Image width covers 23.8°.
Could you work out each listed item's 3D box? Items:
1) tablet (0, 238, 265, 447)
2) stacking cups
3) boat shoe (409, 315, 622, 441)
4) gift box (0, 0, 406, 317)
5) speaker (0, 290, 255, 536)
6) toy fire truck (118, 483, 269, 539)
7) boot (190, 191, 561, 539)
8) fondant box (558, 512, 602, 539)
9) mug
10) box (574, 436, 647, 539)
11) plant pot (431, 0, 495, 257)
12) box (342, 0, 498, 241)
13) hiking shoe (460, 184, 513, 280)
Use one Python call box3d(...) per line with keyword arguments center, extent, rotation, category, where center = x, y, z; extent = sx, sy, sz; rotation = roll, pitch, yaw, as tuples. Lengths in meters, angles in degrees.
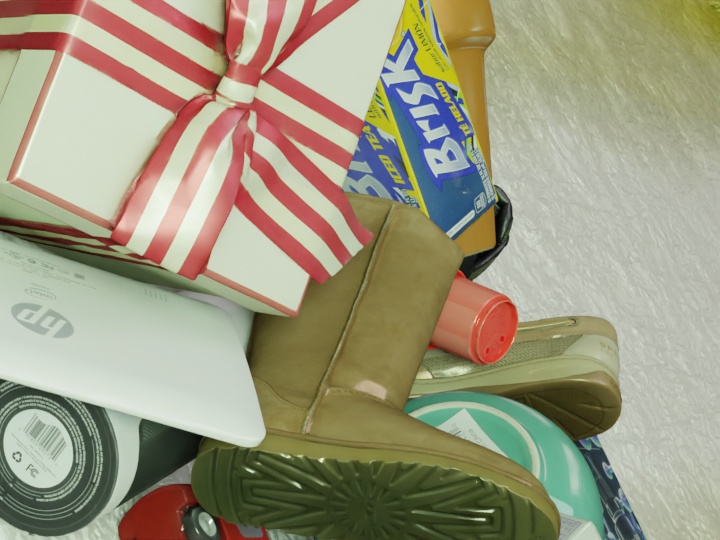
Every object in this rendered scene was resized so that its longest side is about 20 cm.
box3d(center=(-0.140, 0.017, 0.737), extent=(0.199, 0.014, 0.130), rotation=(18, 20, -20), category="tablet")
box3d(center=(0.000, 0.000, 0.972), extent=(0.199, 0.061, 0.060), rotation=(19, -4, 39), category="stacking cups")
box3d(center=(0.051, 0.066, 0.981), extent=(0.072, 0.198, 0.065), rotation=(71, 19, -45), category="boat shoe")
box3d(center=(-0.088, -0.089, 0.793), extent=(0.199, 0.186, 0.186), rotation=(20, 83, -38), category="gift box")
box3d(center=(-0.104, 0.059, 0.819), extent=(0.082, 0.081, 0.200), rotation=(59, 22, 3), category="speaker")
box3d(center=(-0.032, 0.199, 0.825), extent=(0.141, 0.049, 0.201), rotation=(15, 46, -59), category="toy fire truck")
box3d(center=(0.022, 0.044, 0.815), extent=(0.174, 0.066, 0.200), rotation=(14, 39, 6), category="boot")
box3d(center=(0.053, 0.225, 0.773), extent=(0.200, 0.058, 0.145), rotation=(-42, 118, -26), category="fondant box")
box3d(center=(0.036, 0.137, 0.894), extent=(0.153, 0.184, 0.115), rotation=(-75, 165, -44), category="mug")
box3d(center=(0.114, 0.204, 1.041), extent=(0.148, 0.107, 0.201), rotation=(10, 51, -60), category="box")
box3d(center=(0.006, -0.087, 1.107), extent=(0.200, 0.199, 0.185), rotation=(-17, 91, -66), category="plant pot")
box3d(center=(0.002, -0.109, 0.907), extent=(0.064, 0.070, 0.201), rotation=(-40, 118, -41), category="box")
box3d(center=(0.077, -0.024, 1.260), extent=(0.076, 0.100, 0.200), rotation=(54, 23, -9), category="hiking shoe")
